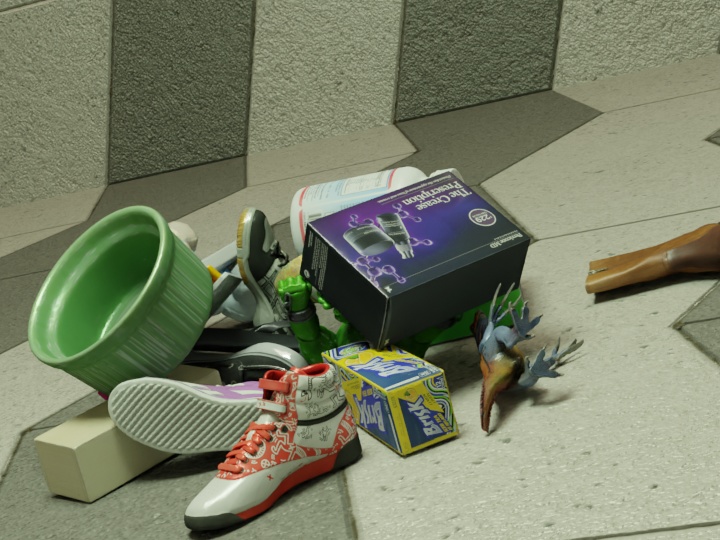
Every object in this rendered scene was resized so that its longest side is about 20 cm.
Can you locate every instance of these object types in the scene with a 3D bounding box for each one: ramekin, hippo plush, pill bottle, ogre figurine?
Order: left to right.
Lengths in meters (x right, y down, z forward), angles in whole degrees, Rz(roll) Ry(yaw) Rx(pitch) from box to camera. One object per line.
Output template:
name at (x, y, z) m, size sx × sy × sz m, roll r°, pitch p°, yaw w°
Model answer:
ramekin at (-0.253, 0.039, 1.608) m, size 0.200 × 0.098 × 0.200 m, roll -27°, pitch 40°, yaw 26°
hippo plush at (-0.198, 0.039, 2.022) m, size 0.160 × 0.200 × 0.160 m, roll 6°, pitch 43°, yaw -10°
ogre figurine at (0.010, 0.059, 1.642) m, size 0.200 × 0.120 × 0.098 m, roll -13°, pitch 46°, yaw -22°
pill bottle at (0.025, -0.063, 1.781) m, size 0.199 × 0.109 × 0.109 m, roll -9°, pitch 14°, yaw 21°

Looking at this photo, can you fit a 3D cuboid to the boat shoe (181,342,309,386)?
boat shoe at (-0.147, 0.128, 1.695) m, size 0.200 × 0.070 × 0.066 m, roll -1°, pitch 37°, yaw 35°

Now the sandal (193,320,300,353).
sandal at (-0.102, 0.075, 1.751) m, size 0.200 × 0.043 × 0.076 m, roll 6°, pitch -13°, yaw -25°

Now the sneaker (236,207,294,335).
sneaker at (-0.092, 0.012, 1.810) m, size 0.087 × 0.200 × 0.076 m, roll -5°, pitch 26°, yaw 17°

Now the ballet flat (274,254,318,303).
ballet flat at (0.000, 0.000, 1.693) m, size 0.199 × 0.071 × 0.071 m, roll -16°, pitch 13°, yaw 0°

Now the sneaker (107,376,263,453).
sneaker at (-0.156, 0.146, 1.554) m, size 0.200 × 0.073 × 0.114 m, roll 10°, pitch 10°, yaw 0°

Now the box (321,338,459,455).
box at (0.027, 0.122, 1.499) m, size 0.064 × 0.070 × 0.200 m, roll -19°, pitch 13°, yaw -17°

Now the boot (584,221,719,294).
boot at (0.355, -0.013, 1.720) m, size 0.199 × 0.069 × 0.188 m, roll -13°, pitch 13°, yaw 10°

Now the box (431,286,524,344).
box at (0.093, 0.020, 1.812) m, size 0.199 × 0.097 × 0.177 m, roll -14°, pitch 15°, yaw 7°

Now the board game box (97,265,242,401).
board game box at (-0.219, 0.075, 1.741) m, size 0.200 × 0.026 × 0.200 m, roll -49°, pitch -1°, yaw -1°

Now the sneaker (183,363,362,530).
sneaker at (-0.092, 0.157, 1.394) m, size 0.201 × 0.108 × 0.067 m, roll -24°, pitch 16°, yaw -34°

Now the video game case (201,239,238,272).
video game case at (-0.228, 0.051, 1.825) m, size 0.182 × 0.023 × 0.200 m, roll -50°, pitch -3°, yaw 20°

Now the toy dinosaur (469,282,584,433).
toy dinosaur at (0.135, 0.083, 1.527) m, size 0.200 × 0.105 × 0.181 m, roll -35°, pitch 0°, yaw -25°

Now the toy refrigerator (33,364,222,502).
toy refrigerator at (-0.239, 0.172, 1.591) m, size 0.076 × 0.070 × 0.200 m, roll 3°, pitch 23°, yaw 44°

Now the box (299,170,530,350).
box at (0.058, -0.015, 1.586) m, size 0.200 × 0.079 × 0.141 m, roll -22°, pitch 51°, yaw -33°
